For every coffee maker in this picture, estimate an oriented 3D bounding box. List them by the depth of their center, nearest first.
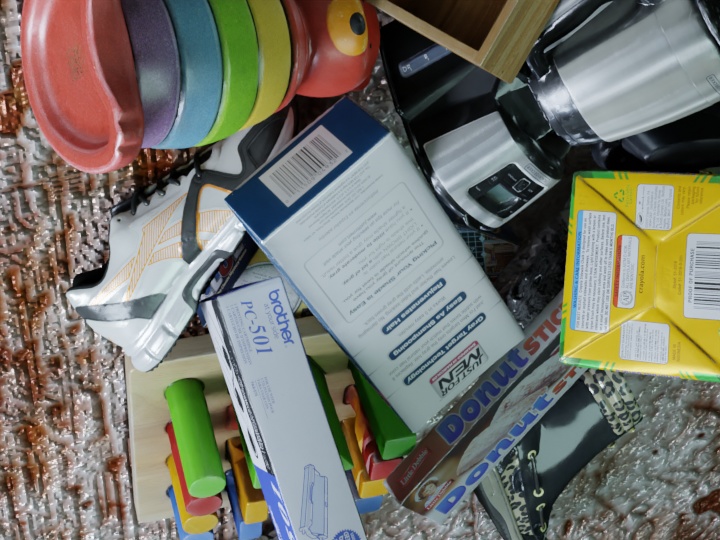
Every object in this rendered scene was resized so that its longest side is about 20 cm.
[{"bbox_3d":[0.124,-0.143,0.911,0.200,0.192,0.135,-26,125,24],"label":"coffee maker"}]

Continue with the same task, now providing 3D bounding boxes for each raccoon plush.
[{"bbox_3d":[0.121,0.017,1.094,0.134,0.097,0.200,-26,137,2],"label":"raccoon plush"}]

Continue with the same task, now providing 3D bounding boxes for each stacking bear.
[{"bbox_3d":[-0.076,-0.126,0.842,0.199,0.114,0.122,-13,92,-33],"label":"stacking bear"}]

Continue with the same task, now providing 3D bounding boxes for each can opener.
[{"bbox_3d":[0.236,-0.089,0.990,0.199,0.079,0.063,-6,141,-34],"label":"can opener"}]

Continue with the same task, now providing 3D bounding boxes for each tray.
[{"bbox_3d":[0.092,-0.212,0.822,0.037,0.099,0.200,19,103,-50],"label":"tray"}]

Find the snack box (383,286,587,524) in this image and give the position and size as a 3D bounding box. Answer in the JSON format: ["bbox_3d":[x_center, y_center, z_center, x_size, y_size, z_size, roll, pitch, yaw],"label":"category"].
[{"bbox_3d":[0.102,0.087,1.024,0.200,0.024,0.072,-48,147,4],"label":"snack box"}]

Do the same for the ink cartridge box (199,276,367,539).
[{"bbox_3d":[-0.044,0.106,0.928,0.044,0.094,0.201,-19,92,-12],"label":"ink cartridge box"}]

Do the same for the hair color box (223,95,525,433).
[{"bbox_3d":[0.013,0.000,0.924,0.100,0.061,0.200,-40,130,-4],"label":"hair color box"}]

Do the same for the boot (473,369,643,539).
[{"bbox_3d":[0.172,0.166,1.273,0.153,0.074,0.204,-32,137,-2],"label":"boot"}]

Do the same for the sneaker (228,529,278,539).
[{"bbox_3d":[-0.073,0.233,1.142,0.081,0.075,0.200,0,172,-12],"label":"sneaker"}]

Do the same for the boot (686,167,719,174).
[{"bbox_3d":[0.235,-0.089,1.075,0.154,0.072,0.200,6,125,-31],"label":"boot"}]

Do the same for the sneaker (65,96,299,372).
[{"bbox_3d":[-0.109,-0.034,0.932,0.080,0.074,0.200,34,98,-8],"label":"sneaker"}]

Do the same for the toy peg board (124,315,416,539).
[{"bbox_3d":[-0.057,0.135,1.065,0.199,0.098,0.200,-9,141,-14],"label":"toy peg board"}]

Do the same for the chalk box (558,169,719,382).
[{"bbox_3d":[0.231,0.001,0.976,0.200,0.123,0.125,1,93,-55],"label":"chalk box"}]

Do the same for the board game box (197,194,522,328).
[{"bbox_3d":[0.000,0.000,1.051,0.200,0.035,0.136,17,120,-38],"label":"board game box"}]
